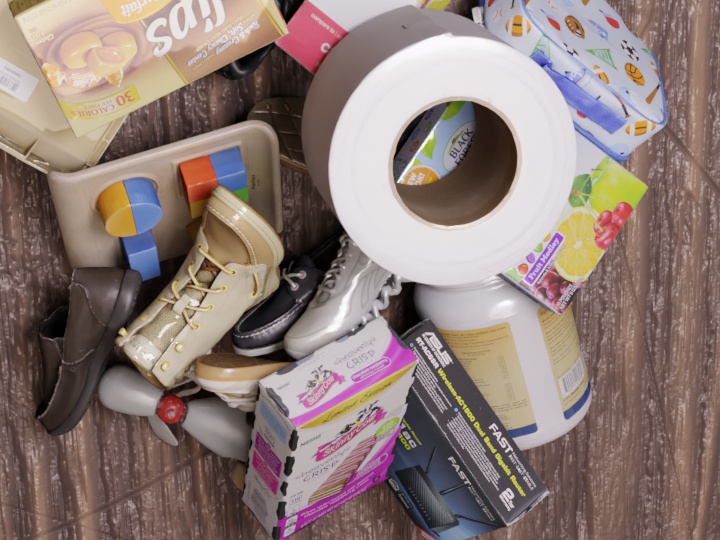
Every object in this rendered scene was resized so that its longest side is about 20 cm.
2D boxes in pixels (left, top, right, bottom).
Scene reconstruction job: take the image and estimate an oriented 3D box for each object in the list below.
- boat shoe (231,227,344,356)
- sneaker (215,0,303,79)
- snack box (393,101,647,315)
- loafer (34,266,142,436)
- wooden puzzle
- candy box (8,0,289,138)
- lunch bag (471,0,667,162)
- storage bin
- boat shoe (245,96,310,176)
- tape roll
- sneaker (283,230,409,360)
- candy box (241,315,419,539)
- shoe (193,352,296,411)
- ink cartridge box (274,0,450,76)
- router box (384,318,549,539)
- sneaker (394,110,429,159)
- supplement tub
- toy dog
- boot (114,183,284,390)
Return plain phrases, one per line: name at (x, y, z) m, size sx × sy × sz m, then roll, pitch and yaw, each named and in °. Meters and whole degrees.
boat shoe at (-0.040, 0.009, 1.727) m, size 0.199 × 0.074 × 0.061 m, roll -30°, pitch 121°, yaw -15°
sneaker at (-0.069, -0.252, 1.619) m, size 0.075 × 0.079 × 0.201 m, roll 25°, pitch 101°, yaw -18°
snack box at (0.135, -0.073, 1.635) m, size 0.200 × 0.053 × 0.143 m, roll 35°, pitch 88°, yaw -19°
loafer at (-0.261, 0.066, 1.692) m, size 0.071 × 0.073 × 0.200 m, roll 24°, pitch 122°, yaw -9°
wooden puzzle at (-0.166, -0.049, 1.643) m, size 0.199 × 0.046 × 0.185 m, roll -13°, pitch 154°, yaw -8°
candy box at (-0.173, -0.207, 1.527) m, size 0.199 × 0.055 × 0.116 m, roll -27°, pitch 115°, yaw -4°
lunch bag at (0.186, -0.195, 1.670) m, size 0.200 × 0.161 × 0.076 m, roll 33°, pitch 125°, yaw -24°
storage bin at (-0.276, -0.207, 1.582) m, size 0.200 × 0.094 × 0.199 m, roll 30°, pitch 101°, yaw -24°
boat shoe at (-0.019, -0.104, 1.698) m, size 0.199 × 0.068 × 0.072 m, roll 11°, pitch 64°, yaw -25°
tape roll at (0.060, -0.102, 1.503) m, size 0.202 × 0.139 × 0.204 m, roll -3°, pitch 108°, yaw -10°
sneaker at (0.000, 0.000, 1.668) m, size 0.200 × 0.075 × 0.081 m, roll -43°, pitch 117°, yaw -13°
candy box at (-0.029, 0.145, 1.663) m, size 0.136 × 0.061 × 0.200 m, roll -28°, pitch 151°, yaw -26°
shoe at (-0.077, 0.105, 1.663) m, size 0.200 × 0.070 × 0.054 m, roll 6°, pitch 91°, yaw -56°
ink cartridge box at (0.028, -0.248, 1.609) m, size 0.083 × 0.145 × 0.200 m, roll 38°, pitch 99°, yaw 6°
router box at (0.067, 0.158, 1.745) m, size 0.062 × 0.150 × 0.200 m, roll -36°, pitch 92°, yaw -31°
sneaker at (0.060, -0.150, 1.683) m, size 0.199 × 0.079 × 0.076 m, roll -22°, pitch 147°, yaw -25°
supplement tub at (0.132, 0.056, 1.765) m, size 0.144 × 0.144 × 0.201 m, roll -20°, pitch 114°, yaw -7°
toy dog at (-0.142, 0.129, 1.764) m, size 0.200 × 0.096 × 0.132 m, roll 42°, pitch 104°, yaw -12°
boot at (-0.143, 0.019, 1.601) m, size 0.073 × 0.200 × 0.155 m, roll 42°, pitch 74°, yaw 13°
